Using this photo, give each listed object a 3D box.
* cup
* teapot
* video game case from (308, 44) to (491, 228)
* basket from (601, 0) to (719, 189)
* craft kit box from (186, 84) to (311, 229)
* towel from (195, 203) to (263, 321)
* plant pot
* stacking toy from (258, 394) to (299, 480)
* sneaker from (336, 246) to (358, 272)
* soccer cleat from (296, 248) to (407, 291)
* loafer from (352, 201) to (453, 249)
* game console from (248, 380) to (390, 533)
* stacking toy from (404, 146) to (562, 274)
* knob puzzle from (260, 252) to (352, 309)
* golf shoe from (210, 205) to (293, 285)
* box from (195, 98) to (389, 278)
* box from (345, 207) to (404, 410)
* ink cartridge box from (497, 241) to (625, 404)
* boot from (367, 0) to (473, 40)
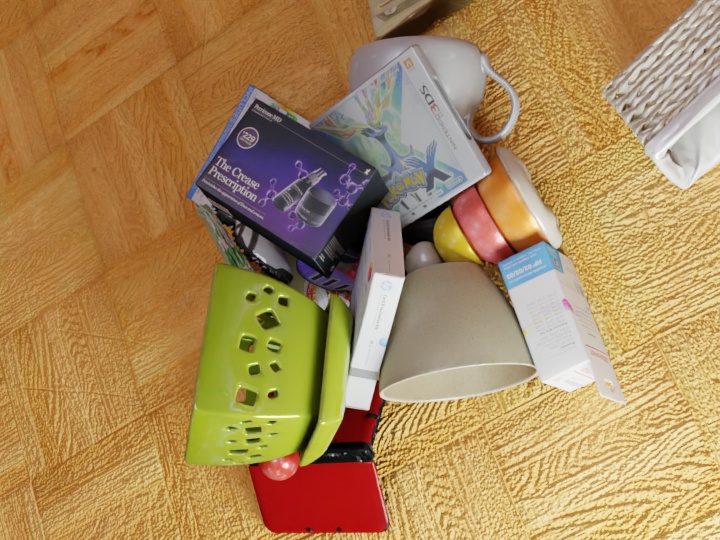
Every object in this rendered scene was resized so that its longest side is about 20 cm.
[{"bbox_3d":[0.112,0.073,1.434,0.199,0.200,0.144,-17,70,25],"label":"cup"},{"bbox_3d":[0.081,-0.222,1.528,0.200,0.196,0.147,172,96,-69],"label":"teapot"},{"bbox_3d":[0.046,-0.156,1.460,0.200,0.022,0.183,-32,88,39],"label":"video game case"},{"bbox_3d":[0.406,-0.219,1.371,0.200,0.135,0.124,-42,59,15],"label":"basket"},{"bbox_3d":[-0.138,-0.146,1.709,0.197,0.048,0.201,36,98,32],"label":"craft kit box"},{"bbox_3d":[-0.166,0.006,1.601,0.023,0.153,0.200,-30,41,-9],"label":"towel"},{"bbox_3d":[-0.112,0.130,1.424,0.180,0.200,0.200,9,62,-8],"label":"plant pot"},{"bbox_3d":[-0.088,0.188,1.543,0.085,0.085,0.201,-3,55,28],"label":"stacking toy"},{"bbox_3d":[-0.063,-0.100,1.533,0.115,0.080,0.199,-48,64,8],"label":"sneaker"},{"bbox_3d":[0.000,0.000,1.553,0.199,0.073,0.069,16,80,19],"label":"soccer cleat"},{"bbox_3d":[0.041,-0.072,1.551,0.199,0.073,0.073,2,51,15],"label":"loafer"},{"bbox_3d":[-0.049,0.257,1.589,0.199,0.119,0.173,-7,45,27],"label":"game console"},{"bbox_3d":[0.142,-0.050,1.458,0.199,0.146,0.147,-31,66,10],"label":"stacking toy"},{"bbox_3d":[-0.045,0.008,1.620,0.218,0.030,0.221,-4,75,15],"label":"knob puzzle"},{"bbox_3d":[-0.134,-0.064,1.613,0.094,0.078,0.200,-41,53,4],"label":"golf shoe"},{"bbox_3d":[-0.087,-0.106,1.466,0.199,0.079,0.141,31,79,21],"label":"box"},{"bbox_3d":[0.012,0.046,1.434,0.041,0.156,0.201,9,121,-6],"label":"box"},{"bbox_3d":[0.246,0.077,1.405,0.068,0.115,0.201,-26,68,21],"label":"ink cartridge box"},{"bbox_3d":[0.084,-0.427,1.627,0.199,0.073,0.156,-30,69,27],"label":"boot"}]
